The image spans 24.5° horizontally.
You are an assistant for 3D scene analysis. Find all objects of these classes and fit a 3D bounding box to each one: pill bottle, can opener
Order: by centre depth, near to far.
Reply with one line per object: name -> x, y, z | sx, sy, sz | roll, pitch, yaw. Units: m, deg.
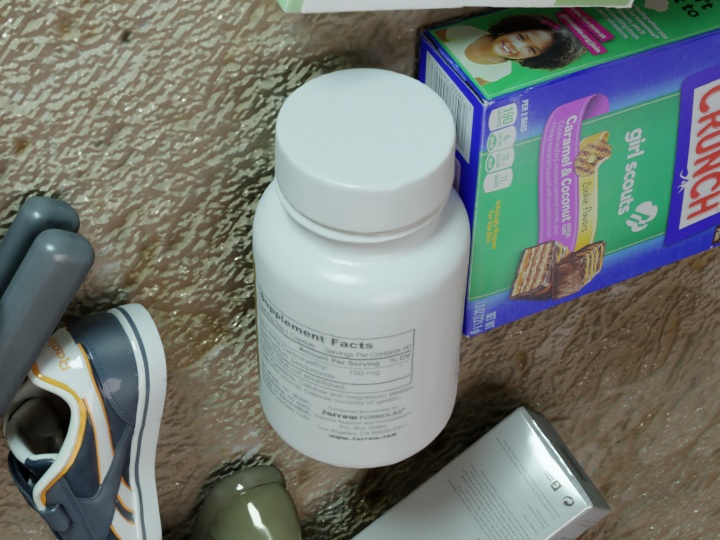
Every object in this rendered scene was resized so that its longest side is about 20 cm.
can opener -> -0.202, 0.050, 0.832 | 0.066, 0.053, 0.200 | 18, 119, -43
pill bottle -> 0.000, 0.000, 0.870 | 0.113, 0.115, 0.201 | -18, 139, -18

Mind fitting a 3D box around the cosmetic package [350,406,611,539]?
cosmetic package -> 0.062, 0.187, 1.109 | 0.199, 0.085, 0.108 | -37, 164, 6

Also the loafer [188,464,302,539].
loafer -> -0.084, 0.214, 1.071 | 0.075, 0.068, 0.201 | -9, 135, -27

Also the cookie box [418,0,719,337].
cookie box -> 0.132, -0.072, 0.918 | 0.198, 0.075, 0.172 | -19, 138, -19

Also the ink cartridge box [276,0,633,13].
ink cartridge box -> 0.060, -0.191, 0.767 | 0.198, 0.048, 0.146 | -7, 134, -30

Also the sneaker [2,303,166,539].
sneaker -> -0.155, 0.111, 0.910 | 0.079, 0.078, 0.202 | -15, 127, -29
